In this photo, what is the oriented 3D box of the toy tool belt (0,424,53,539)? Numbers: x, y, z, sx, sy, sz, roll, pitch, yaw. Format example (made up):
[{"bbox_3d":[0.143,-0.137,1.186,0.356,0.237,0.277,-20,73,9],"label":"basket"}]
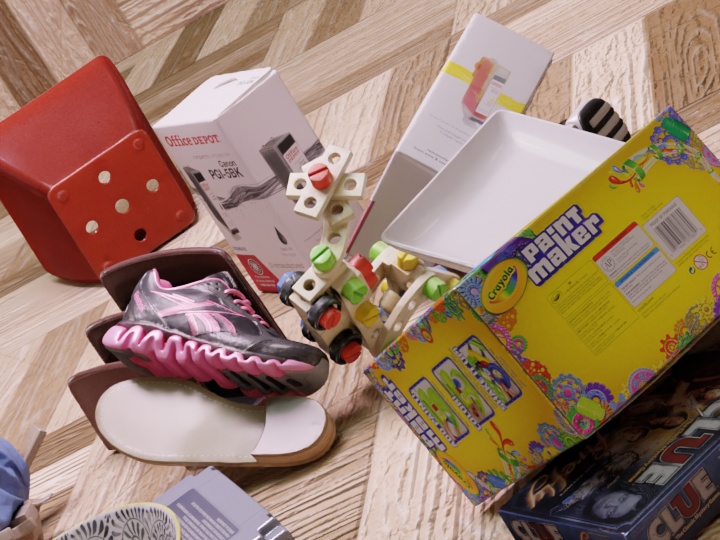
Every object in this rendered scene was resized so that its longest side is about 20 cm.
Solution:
[{"bbox_3d":[-0.321,0.200,1.812,0.123,0.125,0.200,-37,16,14],"label":"toy tool belt"}]

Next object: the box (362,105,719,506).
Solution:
[{"bbox_3d":[0.135,0.028,1.390,0.200,0.122,0.193,-39,-4,-25],"label":"box"}]

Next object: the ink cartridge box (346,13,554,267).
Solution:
[{"bbox_3d":[0.078,-0.101,1.863,0.200,0.083,0.145,-60,-2,-41],"label":"ink cartridge box"}]

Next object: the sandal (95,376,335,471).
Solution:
[{"bbox_3d":[-0.109,0.137,1.727,0.211,0.070,0.078,2,56,27],"label":"sandal"}]

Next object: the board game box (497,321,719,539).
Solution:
[{"bbox_3d":[0.195,0.103,1.322,0.200,0.035,0.135,-40,19,-23],"label":"board game box"}]

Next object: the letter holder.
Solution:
[{"bbox_3d":[-0.170,0.067,1.877,0.200,0.142,0.101,-10,28,51],"label":"letter holder"}]

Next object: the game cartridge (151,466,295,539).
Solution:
[{"bbox_3d":[-0.131,0.211,1.594,0.133,0.042,0.200,-40,18,-10],"label":"game cartridge"}]

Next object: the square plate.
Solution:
[{"bbox_3d":[0.148,-0.043,1.692,0.198,0.029,0.200,18,43,26],"label":"square plate"}]

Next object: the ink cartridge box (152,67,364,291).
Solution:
[{"bbox_3d":[-0.089,-0.082,2.047,0.083,0.200,0.147,-40,18,-23],"label":"ink cartridge box"}]

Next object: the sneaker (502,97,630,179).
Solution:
[{"bbox_3d":[0.142,-0.064,1.845,0.200,0.076,0.115,-40,7,-40],"label":"sneaker"}]

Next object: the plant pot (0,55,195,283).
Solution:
[{"bbox_3d":[-0.302,-0.098,2.514,0.200,0.200,0.176,-35,30,-10],"label":"plant pot"}]

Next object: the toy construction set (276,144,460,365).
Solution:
[{"bbox_3d":[0.000,0.000,1.711,0.131,0.200,0.092,-47,45,-11],"label":"toy construction set"}]

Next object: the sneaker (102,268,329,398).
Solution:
[{"bbox_3d":[-0.109,0.044,1.737,0.199,0.079,0.096,11,66,26],"label":"sneaker"}]

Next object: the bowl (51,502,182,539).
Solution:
[{"bbox_3d":[-0.175,0.256,1.433,0.200,0.094,0.201,-29,23,14],"label":"bowl"}]
